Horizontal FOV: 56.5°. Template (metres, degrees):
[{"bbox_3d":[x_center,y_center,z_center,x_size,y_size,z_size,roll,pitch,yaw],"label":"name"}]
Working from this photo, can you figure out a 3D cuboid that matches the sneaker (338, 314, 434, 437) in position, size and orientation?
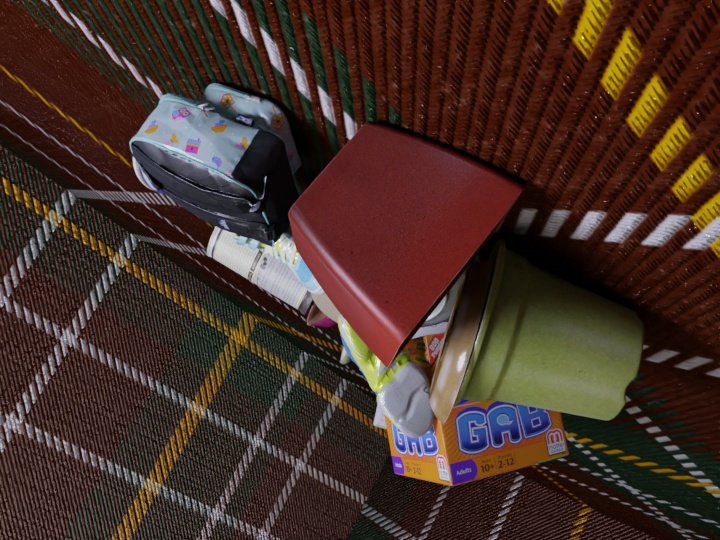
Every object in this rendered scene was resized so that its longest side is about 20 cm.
[{"bbox_3d":[0.034,0.132,0.926,0.202,0.075,0.105,62,171,-5],"label":"sneaker"}]

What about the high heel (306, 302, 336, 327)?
[{"bbox_3d":[-0.053,0.047,1.162,0.201,0.095,0.068,86,158,-60],"label":"high heel"}]

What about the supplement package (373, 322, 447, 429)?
[{"bbox_3d":[0.103,0.191,1.196,0.119,0.203,0.120,13,166,3],"label":"supplement package"}]

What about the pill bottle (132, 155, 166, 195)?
[{"bbox_3d":[-0.255,-0.159,1.037,0.198,0.112,0.111,19,163,39],"label":"pill bottle"}]

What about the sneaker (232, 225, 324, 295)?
[{"bbox_3d":[-0.116,-0.036,0.933,0.129,0.080,0.200,16,-163,-30],"label":"sneaker"}]

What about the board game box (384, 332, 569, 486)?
[{"bbox_3d":[0.160,0.196,1.024,0.197,0.203,0.200,-7,171,-22],"label":"board game box"}]

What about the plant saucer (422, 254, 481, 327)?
[{"bbox_3d":[0.063,0.017,0.890,0.197,0.051,0.202,5,131,5],"label":"plant saucer"}]

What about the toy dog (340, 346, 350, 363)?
[{"bbox_3d":[0.080,0.163,1.485,0.198,0.140,0.196,27,135,15],"label":"toy dog"}]

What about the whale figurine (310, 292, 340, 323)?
[{"bbox_3d":[0.000,0.000,0.995,0.158,0.104,0.201,29,142,11],"label":"whale figurine"}]

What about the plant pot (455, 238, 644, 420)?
[{"bbox_3d":[0.222,0.085,0.793,0.181,0.203,0.201,16,165,6],"label":"plant pot"}]

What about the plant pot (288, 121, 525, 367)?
[{"bbox_3d":[0.031,-0.038,0.731,0.176,0.200,0.200,39,168,8],"label":"plant pot"}]

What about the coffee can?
[{"bbox_3d":[-0.144,-0.037,1.160,0.198,0.148,0.146,31,166,-1],"label":"coffee can"}]

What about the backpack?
[{"bbox_3d":[-0.179,-0.142,0.851,0.197,0.155,0.176,16,162,12],"label":"backpack"}]

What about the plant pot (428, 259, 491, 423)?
[{"bbox_3d":[0.116,0.081,0.805,0.027,0.203,0.200,17,165,6],"label":"plant pot"}]
